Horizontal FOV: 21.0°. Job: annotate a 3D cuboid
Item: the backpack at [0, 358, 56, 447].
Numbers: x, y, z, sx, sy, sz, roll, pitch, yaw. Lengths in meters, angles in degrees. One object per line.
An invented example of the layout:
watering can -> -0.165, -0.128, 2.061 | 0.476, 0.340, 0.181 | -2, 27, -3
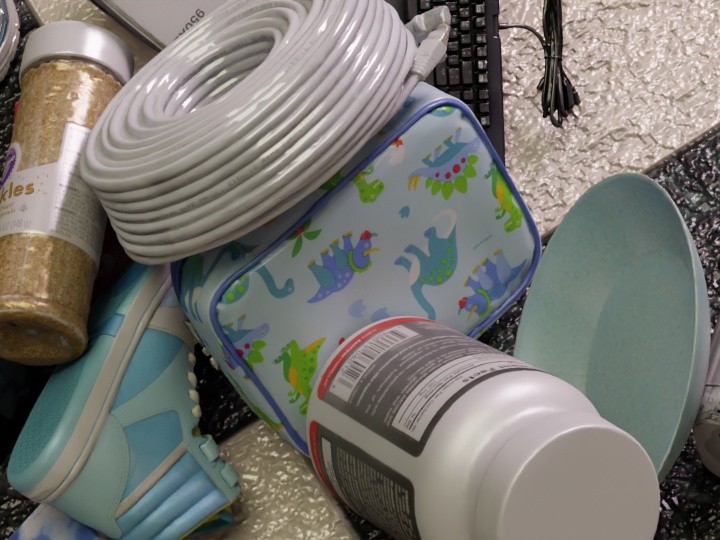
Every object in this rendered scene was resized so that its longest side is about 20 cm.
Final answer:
backpack -> -0.296, 0.029, 1.151 | 0.182, 0.201, 0.148 | 25, 68, 26

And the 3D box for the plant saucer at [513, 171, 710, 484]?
plant saucer -> 0.143, 0.049, 1.056 | 0.038, 0.201, 0.203 | 10, 55, -22

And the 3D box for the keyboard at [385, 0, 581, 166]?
keyboard -> 0.075, -0.151, 1.201 | 0.126, 0.021, 0.202 | -4, 96, -10

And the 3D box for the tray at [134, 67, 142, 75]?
tray -> -0.061, -0.131, 1.269 | 0.198, 0.022, 0.107 | -9, 16, 9

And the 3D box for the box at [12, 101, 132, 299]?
box -> -0.114, -0.058, 1.218 | 0.198, 0.096, 0.101 | -9, 56, 10

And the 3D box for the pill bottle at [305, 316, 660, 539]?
pill bottle -> 0.061, 0.100, 1.016 | 0.116, 0.116, 0.200 | -42, 27, -13

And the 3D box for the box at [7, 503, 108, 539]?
box -> -0.141, 0.229, 1.078 | 0.199, 0.048, 0.122 | 33, 71, 29

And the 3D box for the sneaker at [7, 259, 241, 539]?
sneaker -> -0.112, 0.080, 1.136 | 0.079, 0.130, 0.201 | -28, 28, 49

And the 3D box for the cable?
cable -> -0.064, -0.090, 1.076 | 0.199, 0.069, 0.201 | -10, 35, 43

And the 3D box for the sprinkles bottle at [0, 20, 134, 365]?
sprinkles bottle -> -0.177, -0.047, 1.130 | 0.067, 0.068, 0.202 | -3, 59, 13

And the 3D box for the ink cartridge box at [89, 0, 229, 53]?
ink cartridge box -> -0.112, -0.217, 1.244 | 0.145, 0.084, 0.200 | -54, 22, 0

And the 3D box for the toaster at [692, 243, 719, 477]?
toaster -> 0.260, 0.056, 1.040 | 0.198, 0.114, 0.130 | 18, 67, 23

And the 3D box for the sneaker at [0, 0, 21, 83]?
sneaker -> -0.285, -0.149, 1.325 | 0.077, 0.087, 0.202 | -6, 58, 10

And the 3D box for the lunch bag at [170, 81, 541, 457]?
lunch bag -> 0.000, 0.000, 1.118 | 0.200, 0.161, 0.082 | -42, 35, -10
